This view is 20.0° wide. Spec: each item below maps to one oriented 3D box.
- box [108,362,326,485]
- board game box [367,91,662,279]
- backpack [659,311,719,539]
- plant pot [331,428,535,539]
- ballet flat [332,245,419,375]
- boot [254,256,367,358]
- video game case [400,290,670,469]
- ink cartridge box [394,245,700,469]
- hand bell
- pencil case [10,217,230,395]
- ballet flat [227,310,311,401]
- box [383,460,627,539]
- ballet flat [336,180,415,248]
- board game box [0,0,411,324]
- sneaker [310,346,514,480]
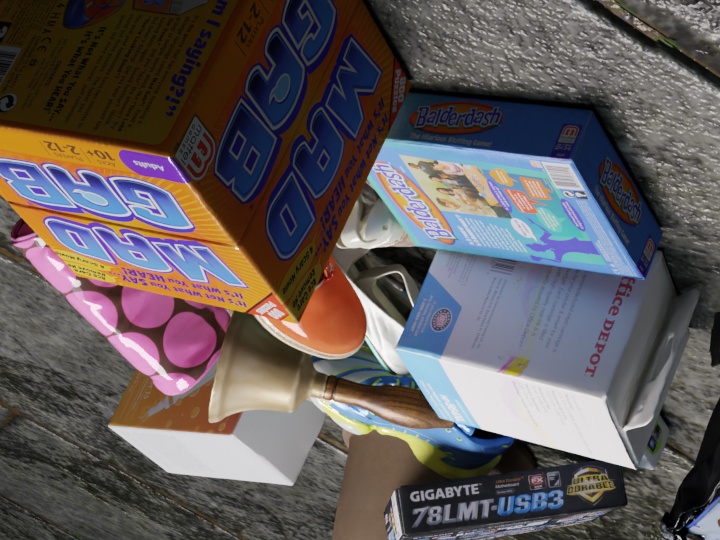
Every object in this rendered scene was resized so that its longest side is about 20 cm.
[{"bbox_3d":[-0.135,0.129,2.014,0.199,0.125,0.097,-1,146,46],"label":"box"},{"bbox_3d":[0.098,-0.063,1.456,0.198,0.045,0.152,9,153,34],"label":"board game box"},{"bbox_3d":[0.315,0.108,1.433,0.153,0.201,0.191,19,151,2],"label":"backpack"},{"bbox_3d":[0.050,0.234,1.987,0.199,0.176,0.201,22,158,9],"label":"plant pot"},{"bbox_3d":[0.000,0.000,1.670,0.200,0.070,0.069,50,150,-19],"label":"ballet flat"},{"bbox_3d":[-0.051,0.001,1.571,0.200,0.075,0.107,48,164,-26],"label":"boot"},{"bbox_3d":[0.144,0.095,1.753,0.199,0.046,0.182,9,151,36],"label":"video game case"},{"bbox_3d":[0.152,0.055,1.547,0.198,0.129,0.125,14,156,27],"label":"ink cartridge box"},{"bbox_3d":[-0.018,0.101,1.693,0.198,0.105,0.104,15,157,3],"label":"hand bell"},{"bbox_3d":[-0.198,0.009,1.728,0.200,0.094,0.091,45,-174,-21],"label":"pencil case"},{"bbox_3d":[-0.056,0.066,1.870,0.065,0.071,0.200,-19,152,19],"label":"ballet flat"},{"bbox_3d":[0.124,0.210,1.811,0.198,0.050,0.199,-8,170,-3],"label":"box"},{"bbox_3d":[-0.014,-0.058,1.542,0.068,0.068,0.200,-20,134,34],"label":"ballet flat"},{"bbox_3d":[-0.120,-0.114,1.368,0.198,0.201,0.200,11,154,32],"label":"board game box"},{"bbox_3d":[0.049,0.108,1.751,0.199,0.076,0.105,28,149,-19],"label":"sneaker"}]
